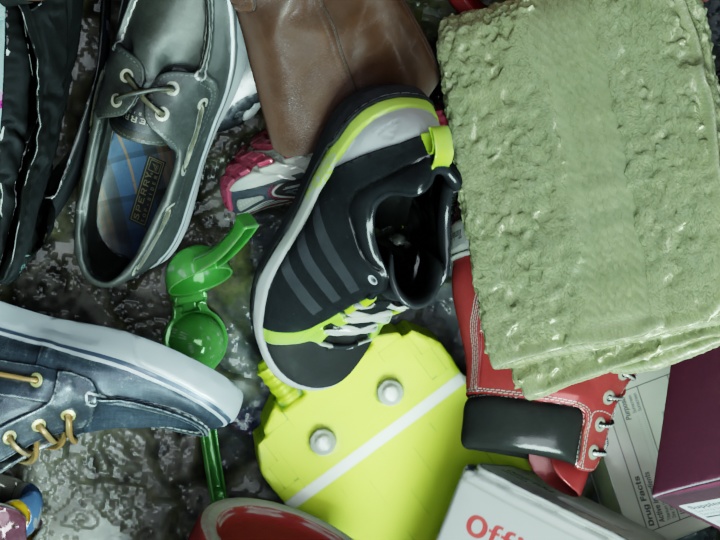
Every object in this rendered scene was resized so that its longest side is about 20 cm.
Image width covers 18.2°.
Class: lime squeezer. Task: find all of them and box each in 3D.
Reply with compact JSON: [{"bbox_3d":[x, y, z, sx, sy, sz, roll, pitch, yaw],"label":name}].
[{"bbox_3d":[-0.078,0.032,1.199,0.038,0.071,0.200,-25,140,-36],"label":"lime squeezer"}]

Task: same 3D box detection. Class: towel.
[{"bbox_3d":[0.116,-0.047,1.099,0.148,0.036,0.200,-16,81,23],"label":"towel"}]

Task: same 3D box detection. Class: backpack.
[{"bbox_3d":[-0.201,-0.095,1.122,0.126,0.167,0.200,11,107,7],"label":"backpack"}]

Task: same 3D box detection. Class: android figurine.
[{"bbox_3d":[0.022,0.112,1.237,0.182,0.041,0.200,-34,104,0],"label":"android figurine"}]

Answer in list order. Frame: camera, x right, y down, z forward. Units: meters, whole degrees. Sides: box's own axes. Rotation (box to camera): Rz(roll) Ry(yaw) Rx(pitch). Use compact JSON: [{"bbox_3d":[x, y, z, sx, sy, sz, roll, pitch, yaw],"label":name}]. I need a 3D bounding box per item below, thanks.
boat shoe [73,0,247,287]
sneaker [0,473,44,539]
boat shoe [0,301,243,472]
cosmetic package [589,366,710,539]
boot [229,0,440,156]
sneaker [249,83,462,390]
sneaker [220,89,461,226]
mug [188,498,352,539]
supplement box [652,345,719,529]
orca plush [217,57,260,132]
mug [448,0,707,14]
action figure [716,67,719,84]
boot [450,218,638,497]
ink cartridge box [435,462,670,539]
[{"bbox_3d":[-0.103,-0.079,1.134,0.069,0.057,0.200,20,120,11],"label":"boat shoe"},{"bbox_3d":[-0.196,0.164,1.200,0.090,0.075,0.200,-33,104,5],"label":"sneaker"},{"bbox_3d":[-0.166,0.072,1.154,0.200,0.071,0.091,16,72,1],"label":"boat shoe"},{"bbox_3d":[0.220,0.068,1.236,0.200,0.073,0.104,-19,103,-3],"label":"cosmetic package"},{"bbox_3d":[-0.061,-0.114,1.069,0.186,0.064,0.200,-27,137,-6],"label":"boot"},{"bbox_3d":[0.000,0.000,1.117,0.072,0.083,0.200,-9,136,-28],"label":"sneaker"},{"bbox_3d":[0.025,-0.052,1.186,0.200,0.081,0.075,-8,107,-6],"label":"sneaker"},{"bbox_3d":[-0.081,0.233,1.156,0.133,0.177,0.200,33,108,26],"label":"mug"},{"bbox_3d":[0.251,0.091,1.121,0.200,0.086,0.111,27,62,-28],"label":"supplement box"},{"bbox_3d":[-0.036,-0.162,1.180,0.105,0.071,0.200,16,94,35],"label":"orca plush"},{"bbox_3d":[0.093,-0.200,1.107,0.200,0.133,0.178,13,94,-30],"label":"mug"},{"bbox_3d":[0.205,-0.095,1.154,0.069,0.200,0.130,29,63,2],"label":"action figure"},{"bbox_3d":[0.147,0.044,1.164,0.199,0.072,0.145,-2,80,-8],"label":"boot"},{"bbox_3d":[0.092,0.219,1.166,0.145,0.085,0.200,25,97,33],"label":"ink cartridge box"}]
